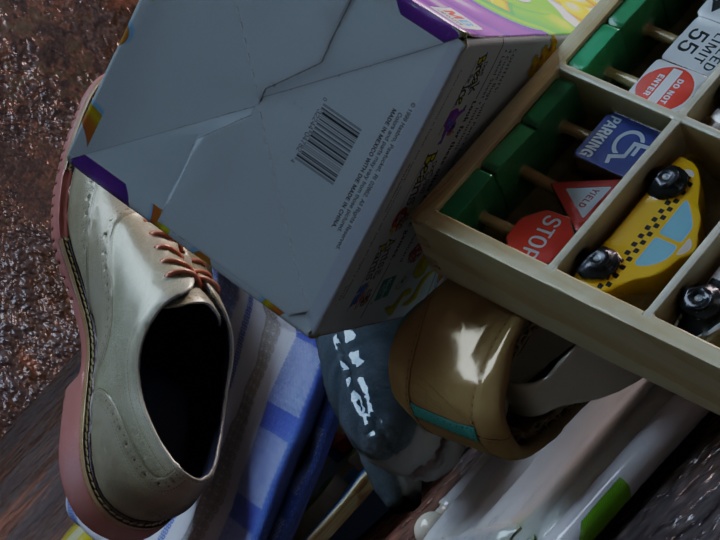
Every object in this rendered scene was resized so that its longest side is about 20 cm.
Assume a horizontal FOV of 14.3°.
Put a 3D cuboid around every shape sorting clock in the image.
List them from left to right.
[{"bbox_3d":[-0.004,0.073,1.196,0.200,0.039,0.200,-45,6,6],"label":"shape sorting clock"}]

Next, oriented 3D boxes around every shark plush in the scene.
[{"bbox_3d":[0.000,-0.012,1.000,0.091,0.200,0.083,-34,-33,31],"label":"shark plush"}]

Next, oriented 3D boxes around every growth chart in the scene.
[{"bbox_3d":[0.075,0.049,0.926,0.145,0.018,0.200,-46,6,-4],"label":"growth chart"}]

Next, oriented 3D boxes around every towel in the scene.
[{"bbox_3d":[-0.065,0.063,1.185,0.200,0.024,0.147,27,96,64],"label":"towel"}]

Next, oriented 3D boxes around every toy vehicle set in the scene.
[{"bbox_3d":[0.123,-0.053,0.840,0.200,0.124,0.027,-49,-37,-22],"label":"toy vehicle set"}]

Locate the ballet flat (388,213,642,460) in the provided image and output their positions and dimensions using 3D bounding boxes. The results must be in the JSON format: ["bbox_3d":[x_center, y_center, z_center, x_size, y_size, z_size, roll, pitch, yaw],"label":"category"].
[{"bbox_3d":[0.100,-0.008,0.869,0.200,0.069,0.063,-38,37,-12],"label":"ballet flat"}]

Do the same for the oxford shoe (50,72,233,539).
[{"bbox_3d":[-0.077,0.006,1.154,0.074,0.071,0.200,-27,61,49],"label":"oxford shoe"}]

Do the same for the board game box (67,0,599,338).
[{"bbox_3d":[0.016,-0.058,0.922,0.200,0.103,0.105,-10,-49,-62],"label":"board game box"}]

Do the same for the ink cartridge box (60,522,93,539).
[{"bbox_3d":[-0.104,0.120,1.548,0.198,0.047,0.200,-43,9,33],"label":"ink cartridge box"}]
